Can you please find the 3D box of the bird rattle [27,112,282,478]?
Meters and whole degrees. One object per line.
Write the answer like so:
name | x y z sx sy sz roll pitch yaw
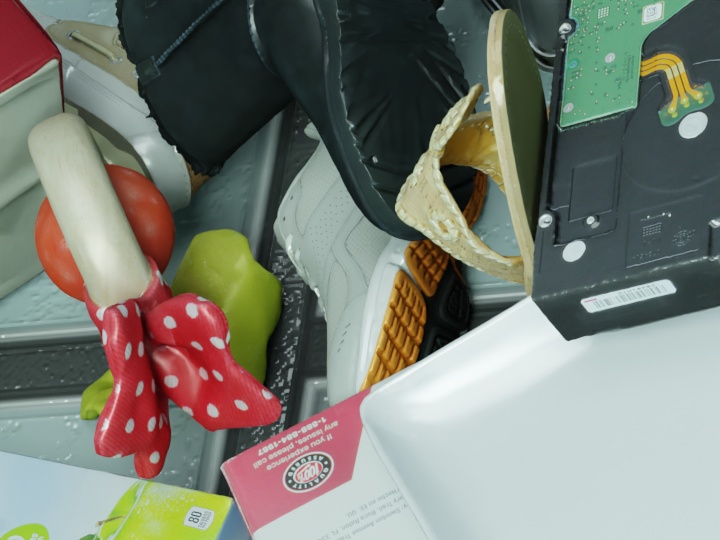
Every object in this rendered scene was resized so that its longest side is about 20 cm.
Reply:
bird rattle | -0.109 0.010 1.335 0.112 0.200 0.164 -27 90 6

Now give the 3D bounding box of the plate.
plate | 0.118 0.069 1.177 0.199 0.032 0.200 -31 42 1

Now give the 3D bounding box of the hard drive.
hard drive | 0.144 -0.073 1.229 0.139 0.038 0.201 -15 49 27

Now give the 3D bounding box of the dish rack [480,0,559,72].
dish rack | 0.152 -0.176 1.443 0.199 0.055 0.154 -23 29 -4

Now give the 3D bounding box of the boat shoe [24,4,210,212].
boat shoe | -0.138 -0.086 1.506 0.068 0.075 0.200 -28 47 -23

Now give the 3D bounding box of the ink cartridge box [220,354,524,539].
ink cartridge box | 0.047 0.139 1.242 0.145 0.084 0.200 -26 48 0

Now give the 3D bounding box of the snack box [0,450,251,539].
snack box | -0.160 0.167 1.314 0.199 0.068 0.169 8 58 28

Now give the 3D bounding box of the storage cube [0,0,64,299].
storage cube | -0.251 -0.071 1.421 0.200 0.171 0.180 -33 65 -19

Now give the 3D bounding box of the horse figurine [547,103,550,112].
horse figurine | 0.142 -0.069 1.391 0.200 0.050 0.132 -39 57 -15

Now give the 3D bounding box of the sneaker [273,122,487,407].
sneaker | 0.000 0.000 1.387 0.092 0.076 0.201 -10 43 23

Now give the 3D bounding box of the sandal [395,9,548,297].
sandal | 0.051 -0.022 1.273 0.069 0.212 0.078 -4 52 16

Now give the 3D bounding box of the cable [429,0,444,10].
cable | 0.020 -0.174 1.461 0.050 0.098 0.200 -1 35 8

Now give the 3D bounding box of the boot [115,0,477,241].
boot | -0.036 -0.087 1.373 0.162 0.073 0.199 -29 75 49
